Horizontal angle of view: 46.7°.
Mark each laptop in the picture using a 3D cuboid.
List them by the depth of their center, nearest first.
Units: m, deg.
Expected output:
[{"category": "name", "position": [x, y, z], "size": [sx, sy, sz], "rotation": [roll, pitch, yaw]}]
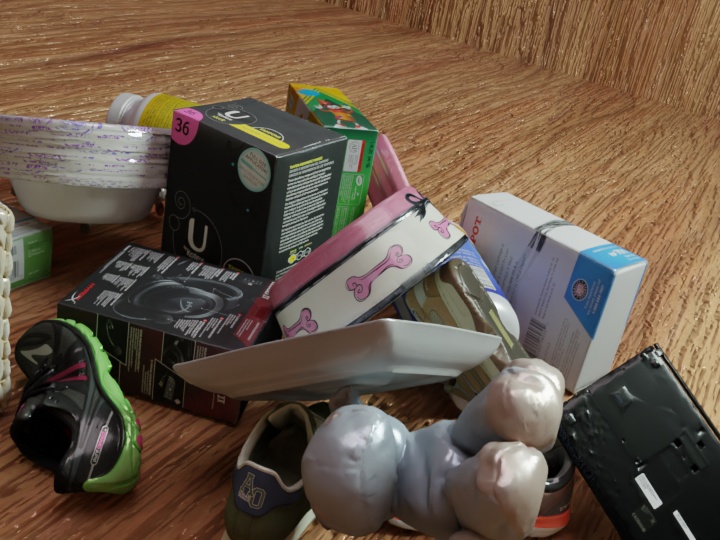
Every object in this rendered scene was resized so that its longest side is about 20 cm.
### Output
[{"category": "laptop", "position": [0.267, 0.167, 0.729], "size": [0.197, 0.104, 0.179], "rotation": [-27, 73, -21]}]

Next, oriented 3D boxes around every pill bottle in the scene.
[{"category": "pill bottle", "position": [0.099, 0.046, 0.870], "size": [0.109, 0.114, 0.202], "rotation": [1, 38, -21]}, {"category": "pill bottle", "position": [-0.263, -0.189, 1.204], "size": [0.196, 0.115, 0.113], "rotation": [18, 26, 13]}]

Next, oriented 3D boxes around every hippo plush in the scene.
[{"category": "hippo plush", "position": [0.045, 0.122, 0.571], "size": [0.157, 0.163, 0.200], "rotation": [16, -2, 13]}]

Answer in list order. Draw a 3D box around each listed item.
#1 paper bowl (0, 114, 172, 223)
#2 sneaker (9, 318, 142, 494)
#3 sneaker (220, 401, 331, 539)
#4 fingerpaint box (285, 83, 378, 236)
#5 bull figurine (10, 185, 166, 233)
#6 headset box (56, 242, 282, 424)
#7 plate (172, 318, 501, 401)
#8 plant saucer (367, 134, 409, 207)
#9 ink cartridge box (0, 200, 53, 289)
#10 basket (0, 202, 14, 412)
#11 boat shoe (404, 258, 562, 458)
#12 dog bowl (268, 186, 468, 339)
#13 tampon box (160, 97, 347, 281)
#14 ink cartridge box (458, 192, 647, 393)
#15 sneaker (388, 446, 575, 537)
[{"category": "paper bowl", "position": [-0.300, -0.111, 0.916], "size": [0.195, 0.107, 0.201], "rotation": [4, 10, -1]}, {"category": "sneaker", "position": [-0.241, 0.102, 0.664], "size": [0.082, 0.078, 0.199], "rotation": [-4, 29, -38]}, {"category": "sneaker", "position": [-0.046, 0.140, 0.655], "size": [0.066, 0.092, 0.200], "rotation": [17, 25, 13]}, {"category": "fingerpaint box", "position": [-0.050, -0.104, 1.022], "size": [0.072, 0.204, 0.167], "rotation": [1, 26, -21]}, {"category": "bull figurine", "position": [-0.341, -0.107, 1.058], "size": [0.196, 0.066, 0.121], "rotation": [21, 29, 18]}, {"category": "headset box", "position": [-0.163, 0.055, 0.792], "size": [0.195, 0.079, 0.149], "rotation": [15, 26, 4]}, {"category": "plate", "position": [-0.011, 0.077, 0.654], "size": [0.196, 0.033, 0.199], "rotation": [-15, -15, 30]}, {"category": "plant saucer", "position": [0.047, -0.066, 1.032], "size": [0.050, 0.203, 0.202], "rotation": [-22, 28, 2]}, {"category": "ink cartridge box", "position": [-0.436, -0.043, 0.890], "size": [0.197, 0.061, 0.103], "rotation": [25, 28, 24]}, {"category": "basket", "position": [-0.384, 0.014, 0.640], "size": [0.198, 0.202, 0.159], "rotation": [28, 27, 32]}, {"category": "boat shoe", "position": [0.109, 0.092, 0.744], "size": [0.203, 0.075, 0.071], "rotation": [60, 26, 4]}, {"category": "dog bowl", "position": [0.000, 0.000, 0.768], "size": [0.074, 0.199, 0.200], "rotation": [54, 32, 0]}, {"category": "tampon box", "position": [-0.120, -0.064, 0.908], "size": [0.148, 0.204, 0.125], "rotation": [24, 28, 27]}, {"category": "ink cartridge box", "position": [0.201, 0.018, 0.945], "size": [0.085, 0.149, 0.199], "rotation": [-11, 34, -43]}, {"category": "sneaker", "position": [0.085, 0.159, 0.683], "size": [0.195, 0.084, 0.077], "rotation": [7, 25, -11]}]
